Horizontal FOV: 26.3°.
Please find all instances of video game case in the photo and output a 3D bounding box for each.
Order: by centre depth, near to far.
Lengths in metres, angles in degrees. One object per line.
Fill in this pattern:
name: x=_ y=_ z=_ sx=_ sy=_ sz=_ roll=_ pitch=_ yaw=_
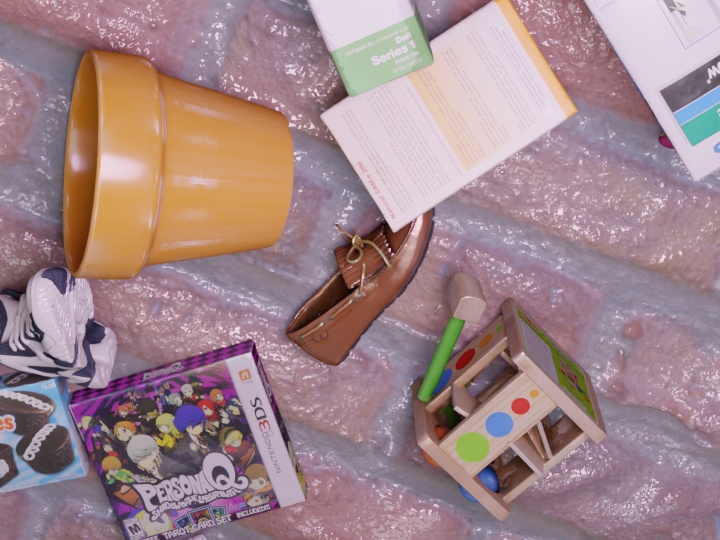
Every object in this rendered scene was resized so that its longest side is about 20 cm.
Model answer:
video game case: x=-0.174 y=0.181 z=1.582 sx=0.198 sy=0.036 sz=0.183 roll=-16 pitch=112 yaw=6

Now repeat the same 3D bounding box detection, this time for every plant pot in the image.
plant pot: x=-0.163 y=-0.089 z=1.392 sx=0.182 sy=0.200 sz=0.202 roll=3 pitch=115 yaw=-19

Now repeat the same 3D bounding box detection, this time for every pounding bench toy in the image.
pounding bench toy: x=0.112 y=0.117 z=1.511 sx=0.156 sy=0.124 sz=0.200 roll=-41 pitch=108 yaw=16

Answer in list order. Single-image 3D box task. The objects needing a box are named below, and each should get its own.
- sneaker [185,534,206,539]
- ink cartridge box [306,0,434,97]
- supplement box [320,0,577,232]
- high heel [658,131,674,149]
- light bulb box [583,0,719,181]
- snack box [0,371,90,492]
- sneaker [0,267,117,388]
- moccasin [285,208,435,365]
sneaker: x=-0.206 y=0.325 z=1.635 sx=0.198 sy=0.075 sz=0.101 roll=2 pitch=100 yaw=-7
ink cartridge box: x=-0.014 y=-0.272 z=1.327 sx=0.084 sy=0.146 sz=0.201 roll=-21 pitch=113 yaw=7
supplement box: x=0.080 y=-0.141 z=1.398 sx=0.199 sy=0.074 sz=0.127 roll=-32 pitch=92 yaw=5
high heel: x=0.380 y=-0.112 z=1.444 sx=0.198 sy=0.067 sz=0.097 roll=-11 pitch=103 yaw=0
light bulb box: x=0.277 y=-0.217 z=1.328 sx=0.124 sy=0.199 sz=0.201 roll=-31 pitch=110 yaw=14
snack box: x=-0.388 y=0.172 z=1.573 sx=0.198 sy=0.037 sz=0.117 roll=-12 pitch=113 yaw=4
sneaker: x=-0.317 y=0.050 z=1.467 sx=0.128 sy=0.199 sz=0.080 roll=6 pitch=73 yaw=9
moccasin: x=0.000 y=-0.001 z=1.490 sx=0.077 sy=0.074 sz=0.202 roll=30 pitch=118 yaw=-21
